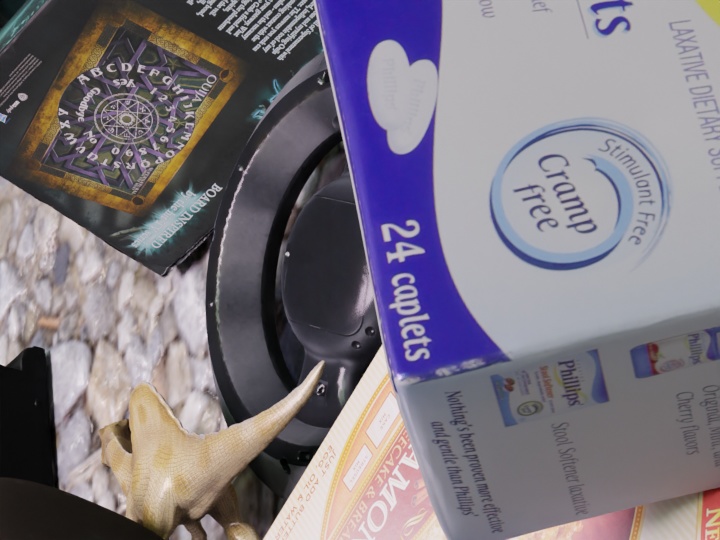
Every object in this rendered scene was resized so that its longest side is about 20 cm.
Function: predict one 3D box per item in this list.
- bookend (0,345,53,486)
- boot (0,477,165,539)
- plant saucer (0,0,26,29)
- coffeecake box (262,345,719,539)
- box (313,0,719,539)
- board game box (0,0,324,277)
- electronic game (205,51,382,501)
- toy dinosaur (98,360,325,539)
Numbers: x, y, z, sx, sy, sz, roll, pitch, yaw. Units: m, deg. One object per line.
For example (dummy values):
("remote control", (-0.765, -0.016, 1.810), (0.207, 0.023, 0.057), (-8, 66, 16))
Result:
("bookend", (-0.249, 0.117, 1.107), (0.092, 0.199, 0.200), (-38, 47, 36))
("boot", (-0.087, 0.152, 0.918), (0.199, 0.074, 0.076), (31, 117, 16))
("plant saucer", (-0.136, -0.188, 1.198), (0.199, 0.036, 0.202), (-9, 76, 39))
("coffeecake box", (0.066, 0.099, 0.800), (0.154, 0.073, 0.200), (-58, 37, 15))
("box", (0.098, -0.037, 0.712), (0.199, 0.105, 0.185), (-14, 54, 4))
("board game box", (-0.082, -0.089, 1.038), (0.200, 0.135, 0.028), (-40, 28, 36))
("electronic game", (0.000, 0.000, 0.962), (0.199, 0.041, 0.202), (-16, 70, 48))
("toy dinosaur", (-0.072, 0.093, 0.968), (0.200, 0.058, 0.102), (-17, 87, 61))
